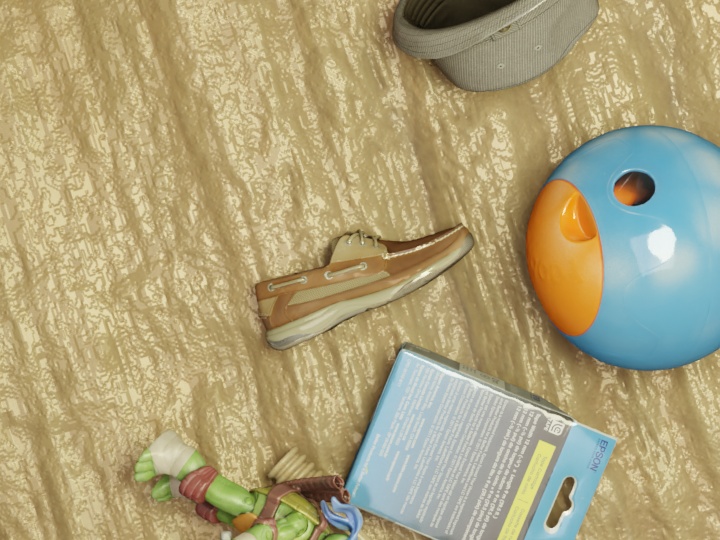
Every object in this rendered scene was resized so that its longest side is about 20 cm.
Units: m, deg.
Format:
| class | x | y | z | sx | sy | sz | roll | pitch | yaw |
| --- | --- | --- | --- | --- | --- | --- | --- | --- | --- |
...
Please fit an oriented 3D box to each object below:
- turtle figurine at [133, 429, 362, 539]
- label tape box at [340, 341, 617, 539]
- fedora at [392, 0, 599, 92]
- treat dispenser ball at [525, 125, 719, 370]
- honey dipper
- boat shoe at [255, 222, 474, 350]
| class | x | y | z | sx | sy | sz | roll | pitch | yaw |
| --- | --- | --- | --- | --- | --- | --- | --- | --- | --- |
| turtle figurine | -0.113 | 0.239 | 1.691 | 0.194 | 0.144 | 0.200 | 34 | 109 | 23 |
| label tape box | 0.101 | 0.166 | 1.730 | 0.200 | 0.066 | 0.143 | 22 | 95 | 0 |
| fedora | 0.128 | -0.218 | 1.677 | 0.200 | 0.177 | 0.090 | -33 | 120 | 2 |
| treat dispenser ball | 0.236 | -0.019 | 1.643 | 0.201 | 0.201 | 0.201 | 0 | 93 | 4 |
| honey dipper | 0.001 | 0.235 | 1.748 | 0.200 | 0.038 | 0.038 | 45 | 95 | 3 |
| boat shoe | 0.000 | 0.000 | 1.724 | 0.200 | 0.076 | 0.072 | -25 | 89 | 3 |
